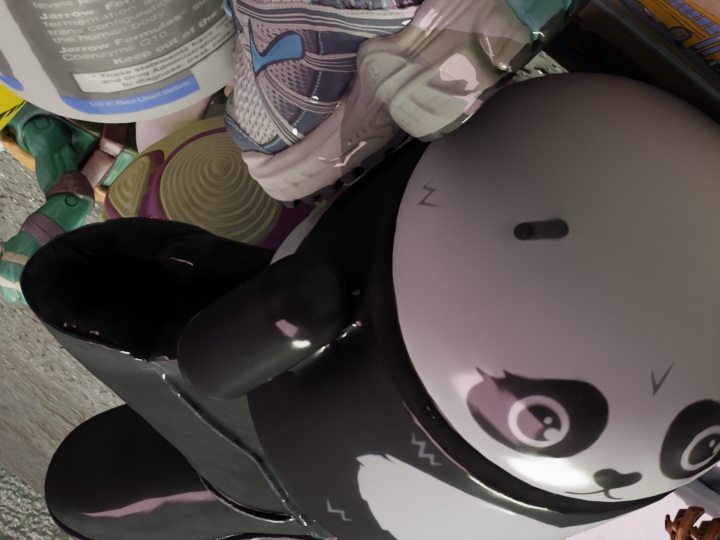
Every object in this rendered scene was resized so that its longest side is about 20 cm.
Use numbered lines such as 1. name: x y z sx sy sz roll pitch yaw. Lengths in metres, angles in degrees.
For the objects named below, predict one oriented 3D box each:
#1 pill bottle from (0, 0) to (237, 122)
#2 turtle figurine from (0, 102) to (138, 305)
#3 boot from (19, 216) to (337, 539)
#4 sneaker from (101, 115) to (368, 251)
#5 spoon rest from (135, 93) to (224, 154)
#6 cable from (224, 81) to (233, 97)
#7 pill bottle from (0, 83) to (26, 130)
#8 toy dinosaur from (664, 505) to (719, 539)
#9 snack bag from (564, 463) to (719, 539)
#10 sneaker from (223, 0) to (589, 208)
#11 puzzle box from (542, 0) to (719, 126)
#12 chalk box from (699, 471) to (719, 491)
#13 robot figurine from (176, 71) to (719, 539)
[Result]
1. pill bottle: -0.087 -0.131 0.834 0.114 0.114 0.200 32 166 19
2. turtle figurine: -0.125 -0.041 1.280 0.200 0.101 0.150 26 -155 -16
3. boot: -0.070 0.046 1.035 0.164 0.066 0.200 -4 159 18
4. sneaker: 0.000 0.000 1.056 0.200 0.075 0.100 8 152 26
5. spoon rest: -0.052 -0.047 1.161 0.099 0.061 0.200 29 165 18
6. cable: -0.004 -0.068 0.982 0.097 0.050 0.200 42 168 -33
7. pill bottle: -0.154 -0.102 1.038 0.112 0.113 0.200 38 149 -9
8. toy dinosaur: 0.189 0.083 0.795 0.200 0.136 0.102 14 168 -26
9. snack bag: 0.151 0.095 0.923 0.188 0.200 0.021 32 -150 15
10. sneaker: -0.001 -0.080 0.812 0.086 0.078 0.200 50 159 -5
11. puzzle box: 0.100 -0.059 0.804 0.200 0.025 0.133 38 166 -9
12. chalk box: 0.144 0.099 1.039 0.125 0.124 0.200 33 166 15
13. robot figurine: 0.041 0.020 0.849 0.125 0.150 0.200 51 152 -3
